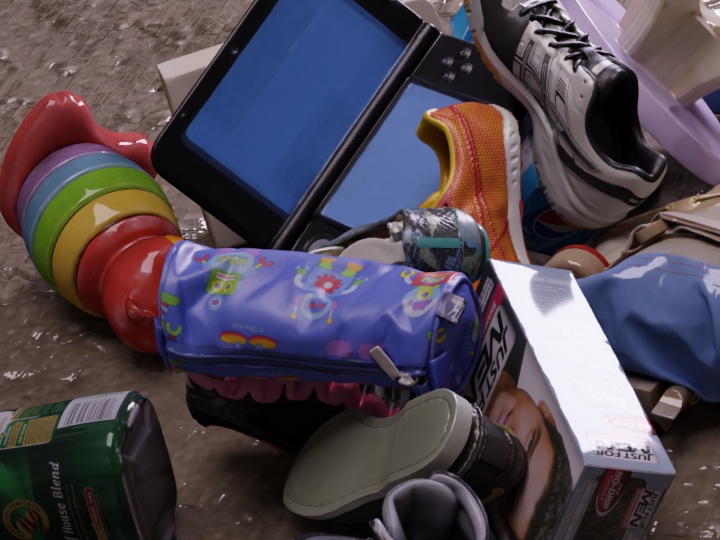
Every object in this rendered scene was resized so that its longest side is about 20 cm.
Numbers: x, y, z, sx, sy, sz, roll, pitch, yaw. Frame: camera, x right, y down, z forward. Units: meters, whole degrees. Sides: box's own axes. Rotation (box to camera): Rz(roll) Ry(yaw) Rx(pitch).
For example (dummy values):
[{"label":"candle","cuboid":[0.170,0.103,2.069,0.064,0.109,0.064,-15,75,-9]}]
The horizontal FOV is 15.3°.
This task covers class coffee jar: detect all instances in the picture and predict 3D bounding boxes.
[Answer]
[{"label":"coffee jar","cuboid":[-0.220,0.135,1.652,0.198,0.105,0.086,-6,29,16]}]

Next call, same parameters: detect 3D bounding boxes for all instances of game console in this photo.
[{"label":"game console","cuboid":[-0.009,-0.100,1.793,0.175,0.116,0.201,24,75,46]}]

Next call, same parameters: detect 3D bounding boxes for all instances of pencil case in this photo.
[{"label":"pencil case","cuboid":[-0.027,0.032,1.577,0.198,0.079,0.087,6,35,19]}]

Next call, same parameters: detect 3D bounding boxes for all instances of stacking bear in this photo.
[{"label":"stacking bear","cuboid":[-0.169,-0.017,1.876,0.114,0.121,0.200,-51,44,9]}]

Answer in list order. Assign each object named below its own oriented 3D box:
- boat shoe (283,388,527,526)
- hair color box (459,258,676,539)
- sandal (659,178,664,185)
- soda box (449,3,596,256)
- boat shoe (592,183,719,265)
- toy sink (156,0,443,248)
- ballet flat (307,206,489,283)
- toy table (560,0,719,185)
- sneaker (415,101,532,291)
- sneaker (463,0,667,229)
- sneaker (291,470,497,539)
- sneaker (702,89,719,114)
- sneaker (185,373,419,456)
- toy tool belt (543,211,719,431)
[{"label":"boat shoe","cuboid":[0.022,0.119,1.566,0.201,0.060,0.072,-19,47,59]},{"label":"hair color box","cuboid":[0.109,0.092,1.551,0.060,0.100,0.200,8,31,-21]},{"label":"sandal","cuboid":[0.136,-0.099,1.922,0.080,0.054,0.199,-34,36,-28]},{"label":"soda box","cuboid":[0.118,-0.109,1.847,0.067,0.064,0.201,13,48,-27]},{"label":"boat shoe","cuboid":[0.243,-0.027,1.740,0.198,0.074,0.069,-13,37,5]},{"label":"toy sink","cuboid":[-0.032,-0.112,1.922,0.199,0.131,0.112,-19,12,-4]},{"label":"ballet flat","cuboid":[0.000,0.000,1.668,0.074,0.074,0.200,-40,8,-35]},{"label":"toy table","cuboid":[0.221,-0.167,1.809,0.117,0.183,0.200,-44,67,19]},{"label":"sneaker","cuboid":[0.071,-0.009,1.717,0.076,0.073,0.202,-4,69,-12]},{"label":"sneaker","cuboid":[0.140,-0.131,1.739,0.075,0.201,0.088,-25,-2,-37]},{"label":"sneaker","cuboid":[0.021,0.160,1.497,0.075,0.115,0.199,-35,36,-31]},{"label":"sneaker","cuboid":[0.318,-0.133,1.871,0.198,0.081,0.147,-9,27,-1]},{"label":"sneaker","cuboid":[-0.020,0.085,1.675,0.198,0.096,0.079,16,48,2]},{"label":"toy tool belt","cuboid":[0.179,0.032,1.629,0.199,0.126,0.123,5,28,31]}]
